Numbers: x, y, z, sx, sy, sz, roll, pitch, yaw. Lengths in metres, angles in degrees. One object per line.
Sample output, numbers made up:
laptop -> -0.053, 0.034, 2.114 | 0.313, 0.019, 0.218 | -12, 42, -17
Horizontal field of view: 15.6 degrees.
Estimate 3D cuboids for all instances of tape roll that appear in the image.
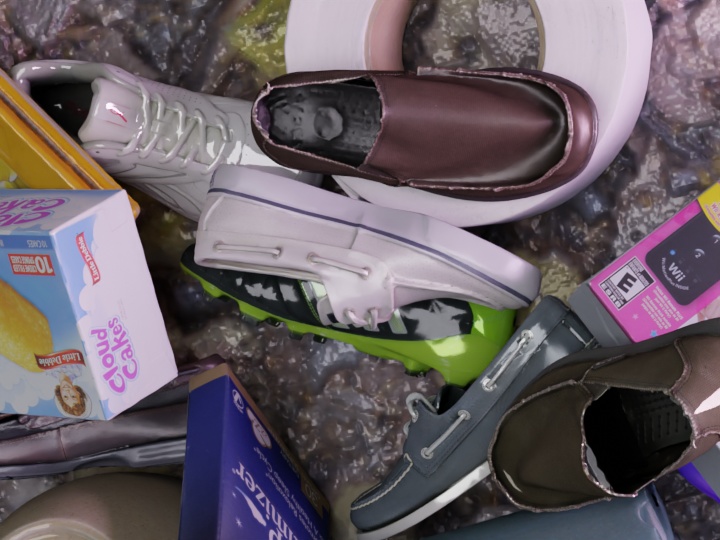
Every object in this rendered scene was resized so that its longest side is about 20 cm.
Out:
tape roll -> 0.060, -0.124, 1.482 | 0.201, 0.071, 0.204 | 1, 93, 17

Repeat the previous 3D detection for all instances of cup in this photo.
cup -> -0.152, 0.202, 1.499 | 0.199, 0.143, 0.202 | -4, 74, 14

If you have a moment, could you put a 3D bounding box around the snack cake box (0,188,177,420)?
snack cake box -> -0.209, 0.017, 1.495 | 0.199, 0.067, 0.116 | 1, 113, 38

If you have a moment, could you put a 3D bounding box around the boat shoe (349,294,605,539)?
boat shoe -> 0.059, 0.083, 1.470 | 0.200, 0.073, 0.062 | -38, 91, 32

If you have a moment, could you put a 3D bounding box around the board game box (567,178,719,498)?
board game box -> 0.234, 0.009, 1.395 | 0.200, 0.064, 0.148 | -37, 83, -12

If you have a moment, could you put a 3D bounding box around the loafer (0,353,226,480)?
loafer -> -0.168, 0.089, 1.561 | 0.198, 0.072, 0.063 | -5, 89, 5

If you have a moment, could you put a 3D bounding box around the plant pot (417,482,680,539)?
plant pot -> 0.093, 0.214, 1.435 | 0.195, 0.200, 0.201 | -22, 86, 8

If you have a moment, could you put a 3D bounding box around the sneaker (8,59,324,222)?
sneaker -> -0.120, -0.076, 1.522 | 0.199, 0.099, 0.078 | 12, 85, 16

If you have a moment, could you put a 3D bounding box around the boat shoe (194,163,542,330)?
boat shoe -> 0.000, 0.000, 1.451 | 0.199, 0.071, 0.070 | 17, 81, 14

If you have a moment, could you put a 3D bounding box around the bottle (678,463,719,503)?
bottle -> 0.204, 0.079, 1.449 | 0.083, 0.065, 0.201 | -32, 83, 12

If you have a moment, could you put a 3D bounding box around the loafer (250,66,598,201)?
loafer -> 0.028, -0.073, 1.420 | 0.199, 0.071, 0.074 | 0, 92, 17

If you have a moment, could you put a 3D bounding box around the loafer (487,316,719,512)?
loafer -> 0.124, 0.078, 1.339 | 0.200, 0.070, 0.075 | -33, 89, 50

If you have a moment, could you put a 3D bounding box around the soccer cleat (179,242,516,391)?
soccer cleat -> -0.005, 0.007, 1.515 | 0.199, 0.068, 0.082 | 18, 93, 9

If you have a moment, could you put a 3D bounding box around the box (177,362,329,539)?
box -> -0.058, 0.157, 1.448 | 0.032, 0.201, 0.121 | -24, 122, 17

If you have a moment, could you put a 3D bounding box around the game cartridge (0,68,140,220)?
game cartridge -> -0.233, -0.027, 1.554 | 0.176, 0.032, 0.200 | 44, 130, 11
